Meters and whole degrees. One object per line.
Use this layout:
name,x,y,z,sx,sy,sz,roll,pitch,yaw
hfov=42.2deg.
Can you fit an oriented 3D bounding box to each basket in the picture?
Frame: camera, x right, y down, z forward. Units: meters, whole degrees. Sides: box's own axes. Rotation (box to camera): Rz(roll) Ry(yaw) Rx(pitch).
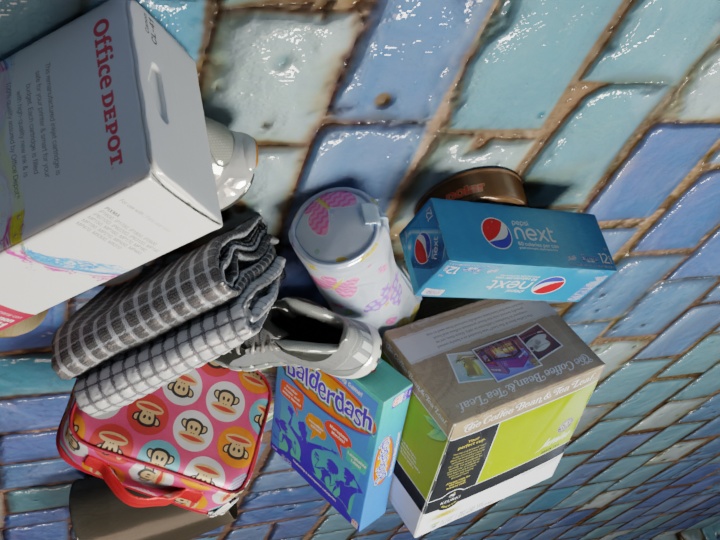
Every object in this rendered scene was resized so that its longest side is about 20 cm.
basket,-0.287,0.334,1.335,0.199,0.137,0.181,-19,157,-1

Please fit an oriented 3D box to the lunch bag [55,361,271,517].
lunch bag,-0.198,0.159,0.949,0.199,0.177,0.082,25,138,-15

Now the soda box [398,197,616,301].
soda box,0.140,-0.016,0.879,0.199,0.068,0.064,3,148,-30

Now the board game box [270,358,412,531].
board game box,-0.027,0.155,0.982,0.045,0.152,0.201,-26,139,-37

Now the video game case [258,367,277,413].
video game case,-0.140,0.141,1.094,0.199,0.018,0.143,-18,150,22

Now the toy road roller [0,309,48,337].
toy road roller,-0.337,0.038,0.733,0.199,0.147,0.123,2,149,-29

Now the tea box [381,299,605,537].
tea box,0.122,0.148,0.999,0.199,0.134,0.198,-15,139,-29

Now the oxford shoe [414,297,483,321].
oxford shoe,0.112,0.061,1.078,0.199,0.075,0.071,-6,151,-17

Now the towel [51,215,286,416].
towel,-0.153,0.027,0.791,0.165,0.086,0.200,-28,-169,11

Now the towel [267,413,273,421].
towel,-0.181,0.169,1.193,0.199,0.024,0.152,11,143,-41

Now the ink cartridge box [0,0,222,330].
ink cartridge box,-0.202,-0.064,0.610,0.199,0.148,0.086,-22,152,15

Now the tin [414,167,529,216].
tin,0.119,-0.035,0.948,0.111,0.042,0.200,-14,153,8

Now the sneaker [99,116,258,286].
sneaker,-0.176,-0.064,0.724,0.200,0.076,0.092,-34,134,26

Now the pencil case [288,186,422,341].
pencil case,0.000,0.000,0.899,0.090,0.084,0.200,-3,155,15

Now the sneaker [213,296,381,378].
sneaker,-0.086,0.051,0.875,0.199,0.076,0.115,2,163,20
